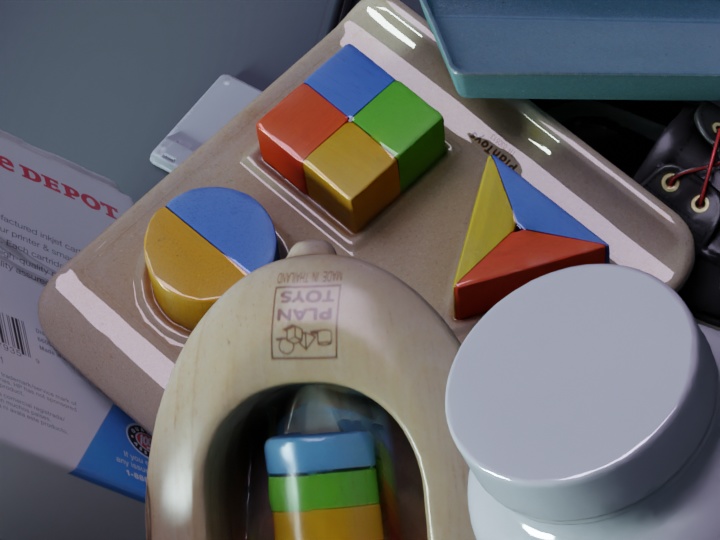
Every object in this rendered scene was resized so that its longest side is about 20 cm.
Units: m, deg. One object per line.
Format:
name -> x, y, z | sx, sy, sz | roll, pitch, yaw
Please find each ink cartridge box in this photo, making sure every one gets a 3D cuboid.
ink cartridge box -> -0.154, 0.035, 1.189 | 0.084, 0.145, 0.200 | -45, 40, 25

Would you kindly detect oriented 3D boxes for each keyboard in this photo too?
keyboard -> -0.015, -0.037, 1.279 | 0.056, 0.011, 0.200 | -45, 46, -18

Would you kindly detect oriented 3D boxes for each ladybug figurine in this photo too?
ladybug figurine -> -0.006, 0.089, 1.031 | 0.136, 0.072, 0.200 | -1, 90, 17

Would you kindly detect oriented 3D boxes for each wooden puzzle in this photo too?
wooden puzzle -> 0.000, 0.000, 1.120 | 0.185, 0.046, 0.200 | 40, 75, 22

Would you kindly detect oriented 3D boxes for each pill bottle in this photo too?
pill bottle -> 0.105, 0.089, 0.969 | 0.113, 0.200, 0.113 | -15, 48, 18

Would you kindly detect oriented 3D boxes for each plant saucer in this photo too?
plant saucer -> 0.125, -0.090, 1.161 | 0.200, 0.019, 0.070 | 0, 34, -14

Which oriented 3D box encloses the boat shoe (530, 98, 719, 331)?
boat shoe -> 0.131, -0.029, 1.153 | 0.201, 0.063, 0.074 | 27, 68, 40
